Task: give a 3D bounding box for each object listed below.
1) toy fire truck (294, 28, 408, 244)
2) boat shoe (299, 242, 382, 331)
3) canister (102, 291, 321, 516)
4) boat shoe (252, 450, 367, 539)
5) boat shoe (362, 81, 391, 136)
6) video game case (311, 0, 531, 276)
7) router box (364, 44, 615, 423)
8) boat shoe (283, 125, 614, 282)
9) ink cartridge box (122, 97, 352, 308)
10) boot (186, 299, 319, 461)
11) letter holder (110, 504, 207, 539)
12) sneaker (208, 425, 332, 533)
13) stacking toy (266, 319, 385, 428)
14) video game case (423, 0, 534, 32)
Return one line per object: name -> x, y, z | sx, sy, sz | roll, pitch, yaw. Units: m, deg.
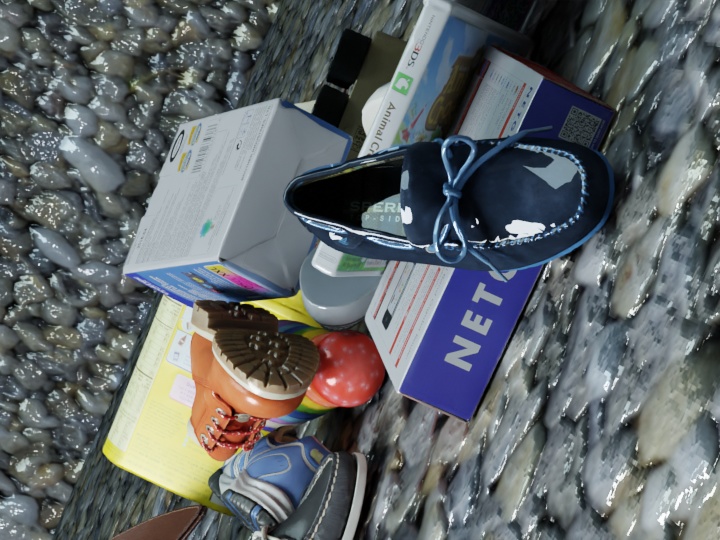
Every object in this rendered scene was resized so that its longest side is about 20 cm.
toy fire truck -> -0.016, -0.099, 1.604 | 0.200, 0.128, 0.178 | 104, -174, -81
boat shoe -> 0.000, 0.000, 1.401 | 0.201, 0.069, 0.067 | -77, -17, -61
canister -> -0.118, 0.087, 1.601 | 0.087, 0.147, 0.202 | -28, -39, -80
boat shoe -> -0.055, 0.207, 1.268 | 0.074, 0.060, 0.202 | -121, 54, -78
boat shoe -> 0.048, -0.117, 1.402 | 0.069, 0.071, 0.200 | -63, -8, -10
video game case -> 0.045, -0.082, 1.249 | 0.184, 0.022, 0.200 | -66, -17, 8
router box -> 0.072, -0.028, 1.158 | 0.180, 0.048, 0.202 | -115, 48, -76
boat shoe -> 0.042, -0.032, 1.040 | 0.199, 0.068, 0.085 | -11, 75, 38
ink cartridge box -> -0.105, -0.048, 1.472 | 0.199, 0.076, 0.138 | -5, 61, 56
boot -> -0.081, 0.091, 1.353 | 0.200, 0.074, 0.108 | -148, 67, -73
letter holder -> -0.162, 0.273, 1.488 | 0.143, 0.101, 0.200 | -53, 13, -30
sneaker -> -0.062, 0.160, 1.420 | 0.077, 0.076, 0.200 | -46, 8, -10
stacking toy -> -0.035, 0.075, 1.414 | 0.086, 0.085, 0.200 | -69, 15, -10
video game case -> 0.116, -0.256, 1.273 | 0.202, 0.024, 0.182 | -65, -16, 10
